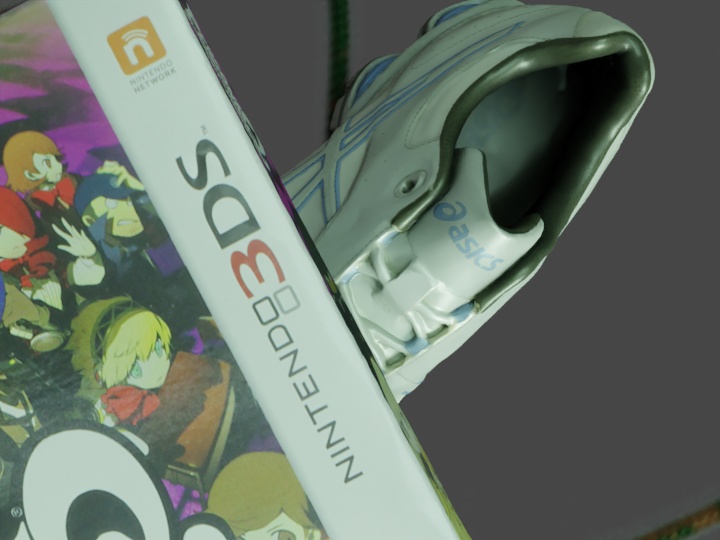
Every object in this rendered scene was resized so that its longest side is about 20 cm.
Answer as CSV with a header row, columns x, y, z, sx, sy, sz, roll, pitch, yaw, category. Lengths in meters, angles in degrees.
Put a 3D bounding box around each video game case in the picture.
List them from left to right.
x,y,z,sx,sy,sz,roll,pitch,yaw,category
-0.096,0.044,0.665,0.200,0.036,0.181,-27,94,1,video game case

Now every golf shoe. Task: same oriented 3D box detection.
x,y,z,sx,sy,sz,roll,pitch,yaw,category
0.000,0.000,0.714,0.078,0.097,0.200,43,73,-14,golf shoe
